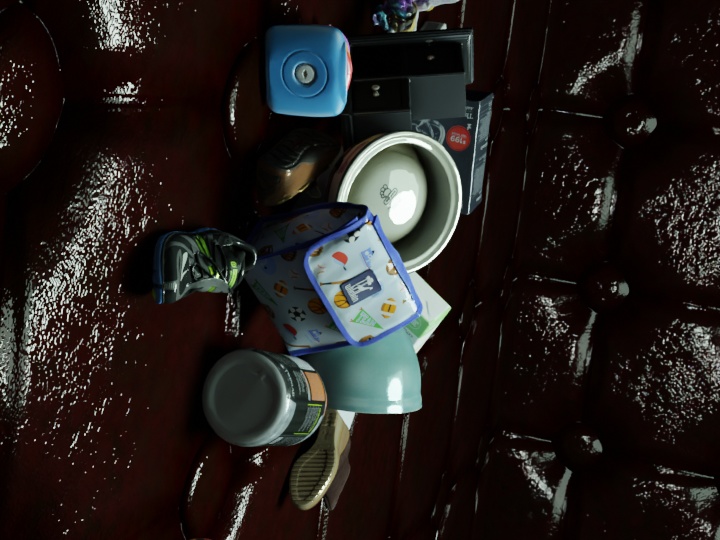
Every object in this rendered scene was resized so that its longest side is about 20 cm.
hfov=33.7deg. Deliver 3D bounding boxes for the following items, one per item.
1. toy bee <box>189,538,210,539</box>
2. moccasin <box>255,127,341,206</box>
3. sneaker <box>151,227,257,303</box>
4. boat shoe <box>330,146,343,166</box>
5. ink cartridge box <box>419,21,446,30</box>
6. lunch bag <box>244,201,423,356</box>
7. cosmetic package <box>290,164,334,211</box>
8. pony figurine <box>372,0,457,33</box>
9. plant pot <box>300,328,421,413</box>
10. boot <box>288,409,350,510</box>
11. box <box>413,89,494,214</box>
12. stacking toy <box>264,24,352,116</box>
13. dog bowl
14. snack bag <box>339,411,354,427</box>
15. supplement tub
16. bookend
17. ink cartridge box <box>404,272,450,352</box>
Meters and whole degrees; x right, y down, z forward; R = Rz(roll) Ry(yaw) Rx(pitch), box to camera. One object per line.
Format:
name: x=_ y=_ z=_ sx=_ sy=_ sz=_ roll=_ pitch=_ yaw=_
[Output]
toy bee: x=-0.227 y=0.394 z=1.418 sx=0.200 sy=0.107 sz=0.133 roll=-130 pitch=-141 yaw=-80
moccasin: x=-0.082 y=-0.136 z=1.593 sx=0.202 sy=0.073 sz=0.078 roll=-55 pitch=165 yaw=-60
sneaker: x=-0.175 y=-0.008 z=1.343 sx=0.199 sy=0.082 sz=0.072 roll=-30 pitch=128 yaw=-68
boat shoe: x=-0.009 y=-0.118 z=1.838 sx=0.200 sy=0.068 sz=0.075 roll=68 pitch=37 yaw=-60
ink cartridge box: x=0.108 y=-0.324 z=2.138 sx=0.201 sy=0.044 sz=0.178 roll=-59 pitch=153 yaw=-48
lunch bag: x=-0.037 y=0.009 z=1.525 sx=0.171 sy=0.198 sz=0.124 roll=60 pitch=36 yaw=-28
cosmetic package: x=-0.059 y=-0.052 z=1.712 sx=0.102 sy=0.070 sz=0.201 roll=82 pitch=25 yaw=-42
pony figurine: x=0.088 y=-0.434 z=1.877 sx=0.200 sy=0.165 sz=0.195 roll=83 pitch=27 yaw=-84
plant pot: x=0.000 y=0.130 z=1.805 sx=0.200 sy=0.198 sz=0.136 roll=-8 pitch=103 yaw=-72
boot: x=-0.056 y=0.345 z=1.947 sx=0.168 sy=0.071 sz=0.201 roll=81 pitch=22 yaw=-43
box: x=0.102 y=-0.202 z=1.925 sx=0.104 sy=0.198 sz=0.184 roll=-41 pitch=138 yaw=-65
stacking toy: x=-0.054 y=-0.285 z=1.579 sx=0.200 sy=0.108 sz=0.117 roll=-68 pitch=160 yaw=-65
dog bowl: x=0.038 y=-0.097 z=1.633 sx=0.198 sy=0.074 sz=0.203 roll=-9 pitch=110 yaw=-26
snack bag: x=-0.021 y=0.166 z=2.046 sx=0.201 sy=0.021 sz=0.190 roll=74 pitch=32 yaw=-55
supplement tub: x=-0.118 y=0.169 z=1.564 sx=0.200 sy=0.121 sz=0.124 roll=28 pitch=73 yaw=-72
bookend: x=0.070 y=-0.251 z=1.710 sx=0.201 sy=0.196 sz=0.093 roll=-89 pitch=175 yaw=-47
ink cartridge box: x=0.044 y=0.093 z=1.911 sx=0.067 sy=0.117 sz=0.201 roll=-34 pitch=163 yaw=-46
